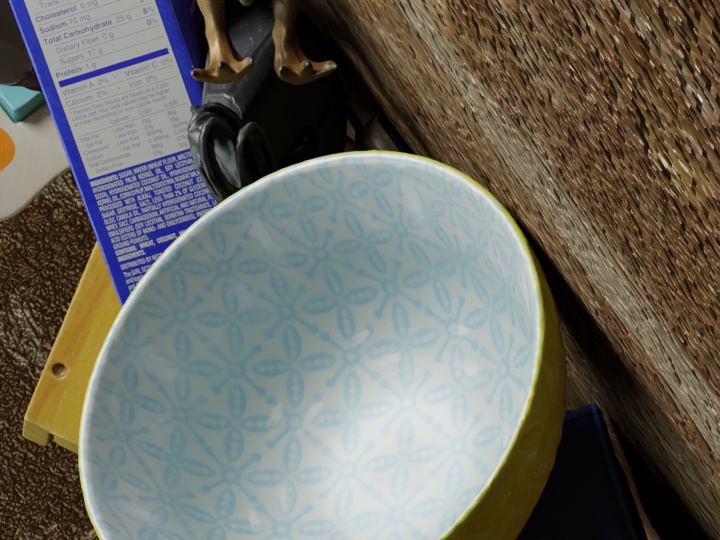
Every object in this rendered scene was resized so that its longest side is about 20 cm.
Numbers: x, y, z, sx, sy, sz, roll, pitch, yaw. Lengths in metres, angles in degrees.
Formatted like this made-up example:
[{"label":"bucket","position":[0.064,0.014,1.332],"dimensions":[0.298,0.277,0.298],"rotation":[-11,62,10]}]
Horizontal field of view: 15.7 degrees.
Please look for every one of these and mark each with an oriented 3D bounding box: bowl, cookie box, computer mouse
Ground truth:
[{"label":"bowl","position":[0.001,0.066,1.016],"dimensions":[0.200,0.200,0.108],"rotation":[52,-177,42]},{"label":"cookie box","position":[-0.105,-0.104,1.222],"dimensions":[0.171,0.075,0.201],"rotation":[-93,-15,-72]},{"label":"computer mouse","position":[-0.032,-0.057,1.150],"dimensions":[0.200,0.052,0.139],"rotation":[-95,-14,-56]}]

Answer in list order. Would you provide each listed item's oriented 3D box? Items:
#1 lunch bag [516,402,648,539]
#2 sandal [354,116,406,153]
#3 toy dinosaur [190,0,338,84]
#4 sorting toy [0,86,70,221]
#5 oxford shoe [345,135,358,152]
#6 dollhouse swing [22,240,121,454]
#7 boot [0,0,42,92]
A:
[{"label":"lunch bag","position":[0.066,0.153,1.124],"dimensions":[0.200,0.132,0.136],"rotation":[62,-169,-59]},{"label":"sandal","position":[0.014,0.006,1.223],"dimensions":[0.082,0.054,0.200],"rotation":[53,163,22]},{"label":"toy dinosaur","position":[-0.047,-0.128,1.092],"dimensions":[0.200,0.060,0.107],"rotation":[96,165,-79]},{"label":"sorting toy","position":[-0.178,-0.128,1.594],"dimensions":[0.200,0.179,0.107],"rotation":[-91,1,-47]},{"label":"oxford shoe","position":[0.000,0.000,1.330],"dimensions":[0.200,0.074,0.071],"rotation":[57,177,-20]},{"label":"dollhouse swing","position":[-0.079,0.069,1.545],"dimensions":[0.199,0.182,0.176],"rotation":[23,-174,-2]},{"label":"boot","position":[-0.124,-0.181,1.392],"dimensions":[0.064,0.187,0.200],"rotation":[19,-170,25]}]
